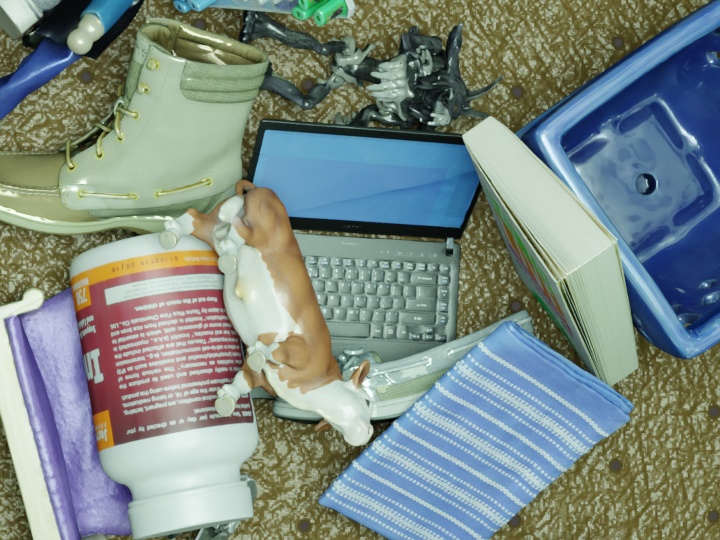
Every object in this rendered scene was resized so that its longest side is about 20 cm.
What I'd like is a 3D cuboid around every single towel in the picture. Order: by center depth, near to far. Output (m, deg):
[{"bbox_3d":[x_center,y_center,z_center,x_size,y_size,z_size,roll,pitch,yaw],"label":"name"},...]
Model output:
[{"bbox_3d":[0.086,0.133,1.191,0.145,0.024,0.200,33,111,-33],"label":"towel"}]

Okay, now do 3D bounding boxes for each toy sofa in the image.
[{"bbox_3d":[-0.217,0.111,1.162,0.097,0.083,0.201,-15,93,-11],"label":"toy sofa"}]

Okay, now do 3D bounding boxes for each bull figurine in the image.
[{"bbox_3d":[-0.060,0.035,1.111,0.065,0.121,0.200,-27,83,26],"label":"bull figurine"}]

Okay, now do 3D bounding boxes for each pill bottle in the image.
[{"bbox_3d":[-0.134,0.081,1.149,0.113,0.113,0.201,-9,80,-12],"label":"pill bottle"}]

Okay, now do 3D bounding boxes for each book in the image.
[{"bbox_3d":[0.137,-0.010,1.159,0.048,0.200,0.134,-34,60,-2],"label":"book"}]

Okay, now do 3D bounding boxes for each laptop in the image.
[{"bbox_3d":[0.000,0.000,1.200,0.177,0.103,0.201,4,89,-12],"label":"laptop"}]

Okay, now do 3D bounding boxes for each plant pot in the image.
[{"bbox_3d":[0.228,-0.067,1.211,0.200,0.180,0.200,-35,97,-11],"label":"plant pot"}]

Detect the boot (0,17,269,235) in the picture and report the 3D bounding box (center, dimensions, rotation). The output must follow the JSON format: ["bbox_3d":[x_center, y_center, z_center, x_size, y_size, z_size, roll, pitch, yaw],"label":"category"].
[{"bbox_3d":[-0.171,-0.101,1.142,0.199,0.072,0.155,4,127,-17],"label":"boot"}]

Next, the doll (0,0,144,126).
[{"bbox_3d":[-0.189,-0.165,1.104,0.200,0.136,0.048,-40,106,7],"label":"doll"}]

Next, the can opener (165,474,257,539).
[{"bbox_3d":[-0.148,0.224,1.202,0.067,0.053,0.200,33,82,22],"label":"can opener"}]

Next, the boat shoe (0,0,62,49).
[{"bbox_3d":[-0.264,-0.261,1.166,0.093,0.075,0.200,-42,106,-14],"label":"boat shoe"}]

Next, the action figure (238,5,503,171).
[{"bbox_3d":[0.005,-0.130,1.198,0.199,0.102,0.119,12,132,-8],"label":"action figure"}]

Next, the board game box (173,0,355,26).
[{"bbox_3d":[-0.104,-0.255,1.079,0.026,0.200,0.200,-37,119,-24],"label":"board game box"}]

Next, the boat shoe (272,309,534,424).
[{"bbox_3d":[0.033,0.075,1.203,0.201,0.074,0.065,-9,82,-4],"label":"boat shoe"}]
